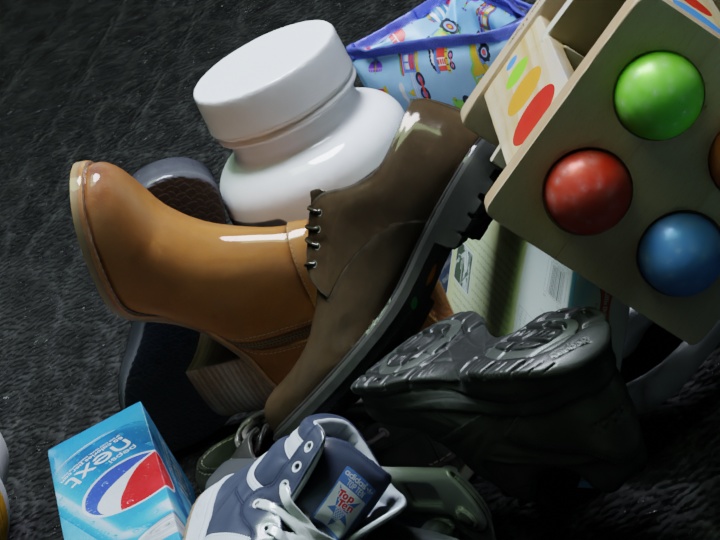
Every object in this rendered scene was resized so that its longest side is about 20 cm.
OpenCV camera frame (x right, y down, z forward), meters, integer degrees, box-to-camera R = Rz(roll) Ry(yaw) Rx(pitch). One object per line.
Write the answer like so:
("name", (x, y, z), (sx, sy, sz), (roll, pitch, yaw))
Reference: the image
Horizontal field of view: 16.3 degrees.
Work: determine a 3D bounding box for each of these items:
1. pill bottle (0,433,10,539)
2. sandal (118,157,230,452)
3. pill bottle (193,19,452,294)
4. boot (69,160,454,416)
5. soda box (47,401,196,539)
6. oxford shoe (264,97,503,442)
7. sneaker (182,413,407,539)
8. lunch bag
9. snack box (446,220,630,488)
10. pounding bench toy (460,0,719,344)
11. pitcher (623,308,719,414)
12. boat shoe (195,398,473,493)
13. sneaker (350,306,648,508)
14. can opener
("pill bottle", (-0.264, 0.158, 1.439), (0.112, 0.113, 0.200), (-21, 24, 16))
("sandal", (-0.105, 0.019, 1.471), (0.076, 0.201, 0.043), (-5, 33, -15))
("pill bottle", (-0.012, -0.037, 1.457), (0.119, 0.201, 0.120), (-23, 23, 10))
("boot", (-0.052, -0.009, 1.365), (0.154, 0.200, 0.074), (-19, 43, 24))
("soda box", (-0.119, 0.147, 1.355), (0.064, 0.068, 0.200), (-28, 22, -1))
("oxford shoe", (0.000, 0.000, 1.311), (0.201, 0.084, 0.073), (-58, -10, 4))
("sneaker", (-0.037, 0.148, 1.201), (0.108, 0.070, 0.200), (-37, 26, 26))
("lunch bag", (0.094, -0.084, 1.480), (0.094, 0.151, 0.200), (-33, 18, -15))
("snack box", (0.089, 0.023, 1.325), (0.037, 0.117, 0.200), (2, 18, -15))
("pounding bench toy", (0.157, -0.095, 1.176), (0.200, 0.124, 0.156), (-55, 15, 16))
("pitcher", (0.196, -0.020, 1.317), (0.199, 0.121, 0.172), (-31, 37, 21))
("boat shoe", (-0.022, 0.091, 1.378), (0.199, 0.057, 0.067), (-6, 31, 42))
("sneaker", (0.064, 0.072, 1.215), (0.076, 0.091, 0.200), (-34, 15, -23))
("can opener", (-0.010, 0.127, 1.295), (0.199, 0.053, 0.066), (0, 36, 49))
